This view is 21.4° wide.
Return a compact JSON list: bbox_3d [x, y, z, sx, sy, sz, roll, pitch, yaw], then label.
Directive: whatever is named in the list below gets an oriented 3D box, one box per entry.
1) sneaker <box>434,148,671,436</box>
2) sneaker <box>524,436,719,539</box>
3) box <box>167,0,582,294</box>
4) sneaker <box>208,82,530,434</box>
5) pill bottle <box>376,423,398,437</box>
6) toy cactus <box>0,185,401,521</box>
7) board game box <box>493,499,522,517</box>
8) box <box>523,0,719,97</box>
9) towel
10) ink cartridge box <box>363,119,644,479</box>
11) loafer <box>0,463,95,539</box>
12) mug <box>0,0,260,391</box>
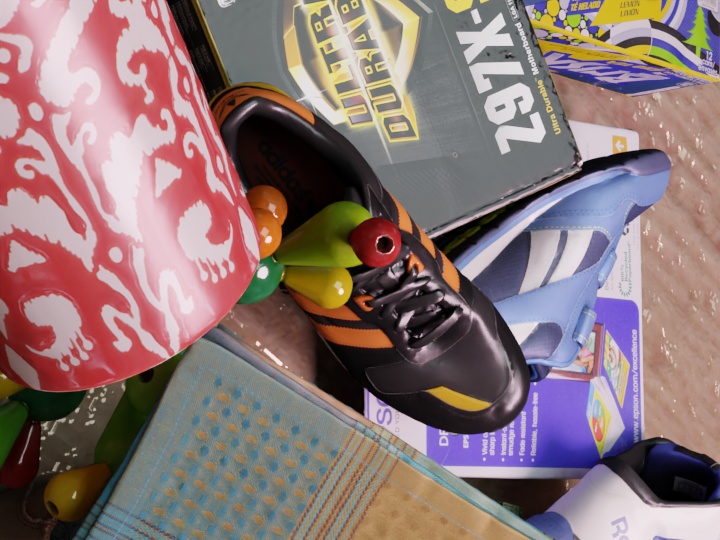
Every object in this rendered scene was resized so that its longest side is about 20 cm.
[{"bbox_3d":[0.086,0.005,0.955,0.200,0.074,0.082,-35,101,-25],"label":"sneaker"},{"bbox_3d":[0.165,0.160,1.019,0.115,0.081,0.199,-47,132,-4],"label":"sneaker"},{"bbox_3d":[0.001,-0.110,0.915,0.159,0.049,0.201,-24,97,-21],"label":"box"},{"bbox_3d":[0.000,0.000,0.834,0.070,0.090,0.200,-42,94,-1],"label":"sneaker"},{"bbox_3d":[-0.041,0.164,0.784,0.200,0.116,0.116,-38,119,7],"label":"pill bottle"},{"bbox_3d":[-0.081,0.025,0.782,0.200,0.165,0.102,-40,114,0],"label":"toy cactus"},{"bbox_3d":[0.021,0.155,0.935,0.200,0.023,0.105,22,74,-55],"label":"board game box"},{"bbox_3d":[0.115,-0.149,1.058,0.199,0.070,0.065,11,79,-42],"label":"box"},{"bbox_3d":[-0.012,0.130,0.709,0.199,0.022,0.147,32,100,-7],"label":"towel"},{"bbox_3d":[0.069,0.011,1.011,0.199,0.043,0.199,6,80,-38],"label":"ink cartridge box"},{"bbox_3d":[-0.084,0.109,0.841,0.199,0.069,0.076,-17,97,-43],"label":"loafer"},{"bbox_3d":[-0.135,-0.070,0.655,0.134,0.177,0.201,-51,131,-35],"label":"mug"}]
